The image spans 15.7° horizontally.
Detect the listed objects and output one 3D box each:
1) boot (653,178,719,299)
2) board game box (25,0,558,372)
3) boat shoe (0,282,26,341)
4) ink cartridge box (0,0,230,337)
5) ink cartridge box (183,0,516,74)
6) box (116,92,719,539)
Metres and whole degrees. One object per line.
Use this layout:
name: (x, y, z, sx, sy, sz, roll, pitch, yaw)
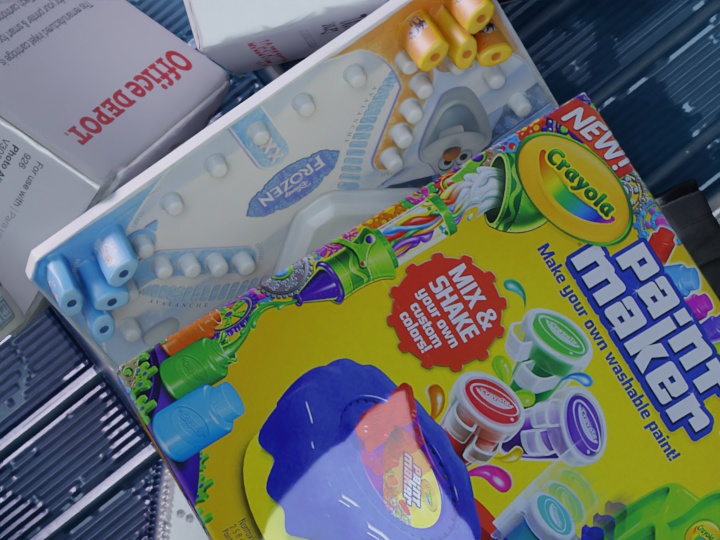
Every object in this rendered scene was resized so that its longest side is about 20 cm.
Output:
boot: (0.101, 0.073, 1.022, 0.132, 0.070, 0.200, 41, 79, 6)
board game box: (0.000, 0.000, 1.017, 0.199, 0.200, 0.026, -35, 49, 2)
boat shoe: (-0.195, 0.022, 0.990, 0.070, 0.200, 0.072, -40, 99, -35)
ink cartridge box: (-0.170, -0.082, 1.032, 0.200, 0.146, 0.084, 35, 117, 3)
ink cartridge box: (0.025, -0.143, 1.029, 0.199, 0.145, 0.084, -15, 90, 3)
box: (0.049, 0.081, 0.928, 0.192, 0.122, 0.201, -31, 78, -6)
